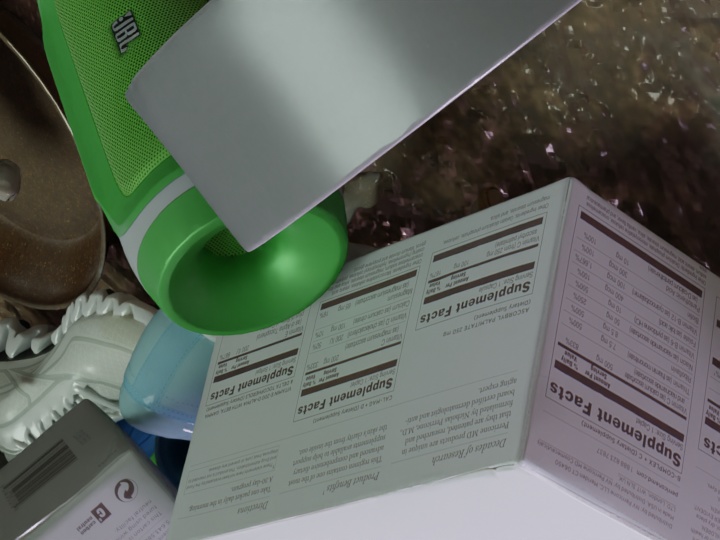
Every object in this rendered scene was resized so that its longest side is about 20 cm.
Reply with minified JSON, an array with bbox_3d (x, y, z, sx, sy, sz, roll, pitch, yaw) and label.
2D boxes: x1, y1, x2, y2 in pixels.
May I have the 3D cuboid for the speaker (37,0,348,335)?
[{"bbox_3d":[-0.071,-0.073,0.775,0.089,0.088,0.200,101,153,-48],"label":"speaker"}]

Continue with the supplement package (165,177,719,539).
[{"bbox_3d":[0.053,0.071,0.755,0.156,0.111,0.200,31,148,-31],"label":"supplement package"}]

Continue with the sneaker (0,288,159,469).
[{"bbox_3d":[-0.146,0.063,1.025,0.075,0.081,0.200,34,151,-28],"label":"sneaker"}]

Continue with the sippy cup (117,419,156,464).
[{"bbox_3d":[-0.096,0.141,1.044,0.140,0.178,0.130,-33,111,18],"label":"sippy cup"}]

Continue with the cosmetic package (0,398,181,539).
[{"bbox_3d":[-0.075,0.160,0.845,0.200,0.081,0.113,53,171,-15],"label":"cosmetic package"}]

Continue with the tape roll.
[{"bbox_3d":[0.023,-0.092,0.628,0.066,0.200,0.200,53,145,-4],"label":"tape roll"}]

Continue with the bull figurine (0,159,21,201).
[{"bbox_3d":[-0.236,-0.111,0.947,0.200,0.065,0.121,46,141,1],"label":"bull figurine"}]

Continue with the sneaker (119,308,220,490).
[{"bbox_3d":[-0.061,0.066,0.907,0.074,0.082,0.200,34,173,28],"label":"sneaker"}]

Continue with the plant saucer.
[{"bbox_3d":[-0.193,-0.072,1.020,0.200,0.037,0.201,29,141,27],"label":"plant saucer"}]

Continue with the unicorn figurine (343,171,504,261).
[{"bbox_3d":[0.000,0.000,0.842,0.200,0.074,0.137,35,153,10],"label":"unicorn figurine"}]
